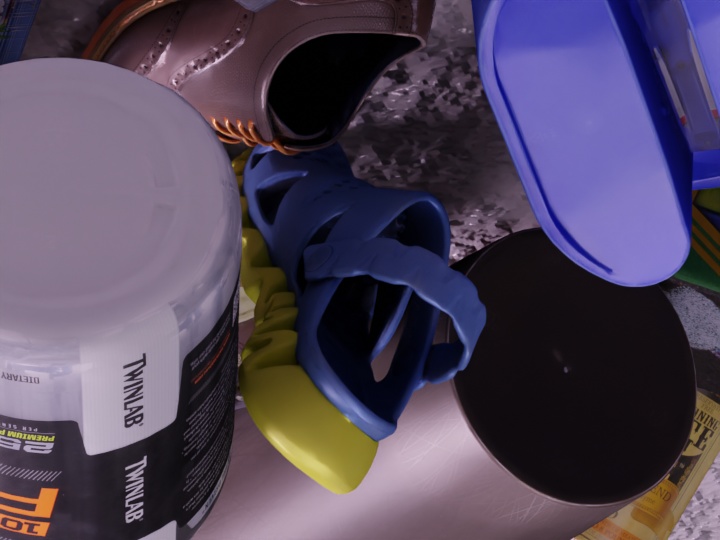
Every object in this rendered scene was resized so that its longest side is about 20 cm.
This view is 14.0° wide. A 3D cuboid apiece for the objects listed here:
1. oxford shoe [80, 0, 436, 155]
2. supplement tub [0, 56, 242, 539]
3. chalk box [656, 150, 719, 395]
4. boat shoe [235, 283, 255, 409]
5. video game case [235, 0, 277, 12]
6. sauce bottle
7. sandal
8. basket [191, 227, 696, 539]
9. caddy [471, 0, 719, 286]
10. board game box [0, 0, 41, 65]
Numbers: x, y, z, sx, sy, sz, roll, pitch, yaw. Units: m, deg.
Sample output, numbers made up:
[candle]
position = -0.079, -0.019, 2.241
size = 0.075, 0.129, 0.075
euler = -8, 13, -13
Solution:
[oxford shoe]
position = -0.047, -0.073, 1.111
size = 0.071, 0.073, 0.200
euler = 13, 146, -37
[supplement tub]
position = -0.103, 0.031, 1.014
size = 0.122, 0.123, 0.200
euler = -5, 146, -7
[chalk box]
position = 0.227, 0.001, 1.186
size = 0.199, 0.124, 0.125
euler = 20, 162, 22
[boat shoe]
position = -0.118, 0.058, 1.163
size = 0.199, 0.065, 0.072
euler = -23, -176, -3
[video game case]
position = -0.050, -0.165, 0.964
size = 0.142, 0.019, 0.200
euler = -27, 141, 32
[sauce bottle]
position = 0.141, 0.049, 1.308
size = 0.066, 0.201, 0.066
euler = 28, -179, -1
[sandal]
position = 0.000, 0.000, 1.100
size = 0.087, 0.200, 0.079
euler = -38, 122, 14
[basket]
position = 0.039, 0.067, 1.198
size = 0.180, 0.137, 0.200
euler = -25, 174, -33
[caddy]
position = 0.115, -0.091, 1.075
size = 0.141, 0.105, 0.200
euler = -14, 132, 12
[board game box]
position = -0.220, -0.048, 1.078
size = 0.199, 0.062, 0.200
euler = -3, 139, -11
